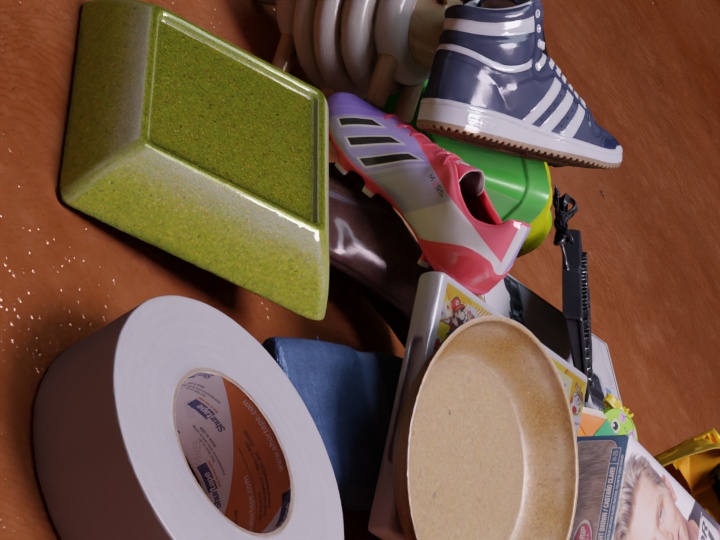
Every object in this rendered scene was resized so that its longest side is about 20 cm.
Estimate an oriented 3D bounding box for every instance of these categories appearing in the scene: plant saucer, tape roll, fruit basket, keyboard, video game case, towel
[{"bbox_3d":[-0.093,-0.087,1.396,0.200,0.048,0.200,26,39,-25],"label":"plant saucer"},{"bbox_3d":[-0.096,0.117,1.222,0.200,0.066,0.201,42,32,-34],"label":"tape roll"},{"bbox_3d":[0.100,-0.085,1.707,0.215,0.156,0.216,24,43,-24],"label":"fruit basket"},{"bbox_3d":[0.076,0.130,1.393,0.200,0.035,0.201,7,81,-52],"label":"plant saucer"},{"bbox_3d":[0.167,0.009,1.643,0.200,0.021,0.127,-78,156,-69],"label":"keyboard"},{"bbox_3d":[0.085,0.122,1.453,0.200,0.023,0.182,34,61,-46],"label":"video game case"},{"bbox_3d":[-0.009,0.106,1.404,0.200,0.048,0.112,16,57,-56],"label":"towel"}]

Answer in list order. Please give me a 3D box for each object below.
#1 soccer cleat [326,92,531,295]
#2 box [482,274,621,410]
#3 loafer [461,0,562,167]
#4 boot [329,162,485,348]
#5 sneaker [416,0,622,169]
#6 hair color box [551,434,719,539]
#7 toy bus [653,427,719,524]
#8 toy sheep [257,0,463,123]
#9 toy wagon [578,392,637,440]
[{"bbox_3d":[0.045,-0.066,1.497,0.067,0.077,0.200,12,36,-52],"label":"soccer cleat"},{"bbox_3d":[0.129,0.079,1.666,0.200,0.060,0.117,34,36,-42],"label":"box"},{"bbox_3d":[0.117,-0.174,1.781,0.073,0.071,0.200,-29,101,-52],"label":"loafer"},{"bbox_3d":[0.000,0.000,1.505,0.166,0.072,0.200,17,37,-43],"label":"boot"},{"bbox_3d":[0.128,-0.138,1.551,0.200,0.070,0.109,11,88,-43],"label":"sneaker"},{"bbox_3d":[0.204,0.205,1.535,0.200,0.060,0.100,42,52,-46],"label":"hair color box"},{"bbox_3d":[0.285,0.233,1.736,0.200,0.135,0.192,61,10,-3],"label":"toy bus"},{"bbox_3d":[-0.001,-0.190,1.602,0.138,0.200,0.138,-39,138,-48],"label":"toy sheep"},{"bbox_3d":[0.158,0.161,1.581,0.200,0.040,0.155,-45,114,-38],"label":"toy wagon"}]
